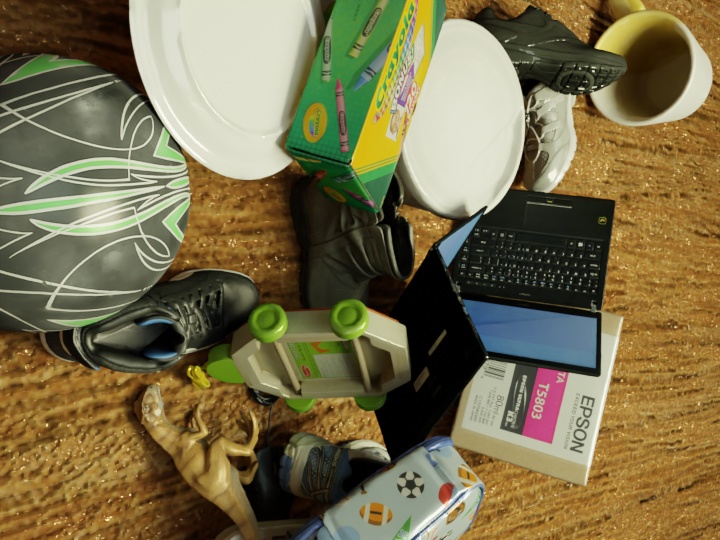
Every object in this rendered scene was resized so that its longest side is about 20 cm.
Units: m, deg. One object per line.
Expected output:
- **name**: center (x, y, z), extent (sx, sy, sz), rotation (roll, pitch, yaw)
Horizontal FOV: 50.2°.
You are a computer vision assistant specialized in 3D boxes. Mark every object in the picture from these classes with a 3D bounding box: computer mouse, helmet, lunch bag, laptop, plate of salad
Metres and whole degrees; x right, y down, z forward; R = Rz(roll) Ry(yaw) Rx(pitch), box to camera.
- **computer mouse**: center (-0.083, 0.165, 0.755), extent (0.058, 0.034, 0.203), rotation (2, 93, -40)
- **helmet**: center (-0.212, -0.051, 0.516), extent (0.198, 0.189, 0.203), rotation (-5, 97, -41)
- **lunch bag**: center (0.015, 0.245, 0.693), extent (0.198, 0.076, 0.161), rotation (-26, 149, -23)
- **laptop**: center (0.080, 0.062, 0.755), extent (0.102, 0.201, 0.178), rotation (5, 134, -28)
- **laptop**: center (0.183, 0.002, 0.848), extent (0.103, 0.175, 0.203), rotation (30, 69, -76)
- **plate of salad**: center (-0.093, -0.169, 0.564), extent (0.199, 0.048, 0.203), rotation (-6, 97, -55)

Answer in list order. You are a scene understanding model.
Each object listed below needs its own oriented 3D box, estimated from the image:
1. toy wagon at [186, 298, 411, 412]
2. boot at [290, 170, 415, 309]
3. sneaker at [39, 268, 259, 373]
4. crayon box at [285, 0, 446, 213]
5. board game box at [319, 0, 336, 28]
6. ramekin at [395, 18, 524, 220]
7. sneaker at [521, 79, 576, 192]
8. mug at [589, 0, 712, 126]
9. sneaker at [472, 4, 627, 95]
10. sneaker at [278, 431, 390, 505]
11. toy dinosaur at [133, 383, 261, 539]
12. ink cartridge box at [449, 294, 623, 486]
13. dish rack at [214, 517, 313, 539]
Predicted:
- **toy wagon**: center (-0.056, 0.078, 0.684), extent (0.156, 0.197, 0.040), rotation (77, 13, -55)
- **boot**: center (0.000, 0.000, 0.746), extent (0.067, 0.130, 0.203), rotation (-24, 110, -36)
- **sneaker**: center (-0.148, 0.046, 0.635), extent (0.198, 0.111, 0.074), rotation (-11, 103, -40)
- **crayon box**: center (0.011, -0.164, 0.636), extent (0.119, 0.058, 0.202), rotation (46, 62, -72)
- **board game box**: center (-0.051, -0.251, 0.693), extent (0.103, 0.104, 0.202), rotation (31, 75, -39)
- **ramekin**: center (0.081, -0.156, 0.825), extent (0.201, 0.094, 0.205), rotation (-4, 96, -41)
- **sneaker**: center (0.224, -0.195, 0.975), extent (0.081, 0.075, 0.203), rotation (13, 81, -25)
- **mug**: center (0.422, -0.292, 1.082), extent (0.152, 0.148, 0.189), rotation (-4, 104, -48)
- **sneaker**: center (0.221, -0.265, 0.907), extent (0.197, 0.076, 0.092), rotation (7, 76, -9)
- **sneaker**: center (0.003, 0.217, 0.786), extent (0.199, 0.084, 0.078), rotation (24, 79, -55)
- **toy dinosaur**: center (-0.124, 0.184, 0.680), extent (0.200, 0.061, 0.106), rotation (46, 38, 10)
- **ink cartridge box**: center (0.208, 0.133, 0.915), extent (0.075, 0.163, 0.203), rotation (41, 63, -73)
- **dish rack**: center (-0.083, 0.311, 0.745), extent (0.198, 0.043, 0.174), rotation (12, 101, -41)
